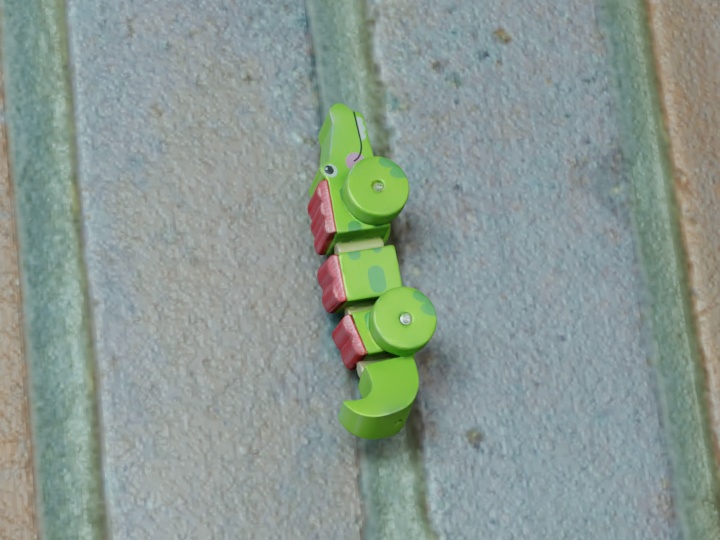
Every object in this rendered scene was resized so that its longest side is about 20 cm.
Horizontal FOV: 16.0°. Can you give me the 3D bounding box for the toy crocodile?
[{"bbox_3d":[0.000,0.000,1.494,0.061,0.068,0.201,-7,73,-16],"label":"toy crocodile"}]
